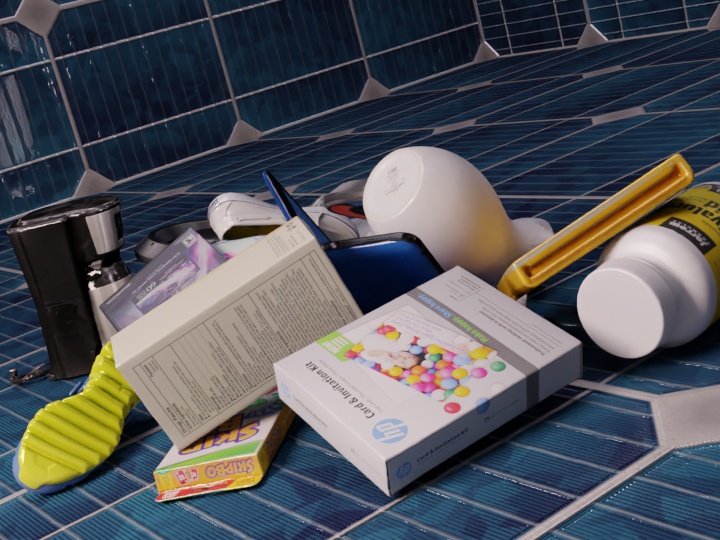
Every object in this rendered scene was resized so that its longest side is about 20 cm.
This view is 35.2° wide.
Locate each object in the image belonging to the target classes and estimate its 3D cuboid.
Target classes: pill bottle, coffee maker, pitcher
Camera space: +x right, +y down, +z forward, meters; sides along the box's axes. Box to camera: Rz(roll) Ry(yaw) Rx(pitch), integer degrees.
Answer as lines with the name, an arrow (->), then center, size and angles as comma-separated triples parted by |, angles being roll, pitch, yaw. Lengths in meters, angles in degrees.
pill bottle -> 0.278, 0.002, 1.003 | 0.111, 0.112, 0.200 | -1, 20, 44
coffee maker -> -0.363, 0.024, 1.400 | 0.192, 0.200, 0.135 | -20, 14, -22
pitcher -> 0.081, -0.035, 1.190 | 0.171, 0.200, 0.121 | -36, 46, 28

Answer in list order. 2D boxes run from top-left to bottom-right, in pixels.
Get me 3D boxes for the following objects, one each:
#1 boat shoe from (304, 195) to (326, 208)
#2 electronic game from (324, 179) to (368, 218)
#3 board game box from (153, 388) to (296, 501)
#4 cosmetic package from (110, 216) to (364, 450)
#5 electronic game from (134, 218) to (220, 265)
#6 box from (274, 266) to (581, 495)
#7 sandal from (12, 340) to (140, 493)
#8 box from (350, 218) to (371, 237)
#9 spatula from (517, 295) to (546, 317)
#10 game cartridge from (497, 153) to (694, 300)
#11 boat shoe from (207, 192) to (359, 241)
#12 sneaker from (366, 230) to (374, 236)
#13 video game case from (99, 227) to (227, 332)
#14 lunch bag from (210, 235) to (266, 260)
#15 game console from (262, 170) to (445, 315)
boat shoe -> -0.121, -0.050, 1.571 | 0.200, 0.062, 0.073 | -37, 7, 25
electronic game -> 0.058, -0.076, 1.329 | 0.199, 0.042, 0.200 | 2, -4, 0
board game box -> -0.114, 0.148, 1.023 | 0.095, 0.030, 0.200 | -12, 16, 13
cosmetic package -> -0.106, 0.053, 0.993 | 0.200, 0.104, 0.073 | -32, 25, -3
electronic game -> -0.192, -0.032, 1.474 | 0.199, 0.042, 0.200 | -3, 15, 1
box -> 0.054, 0.081, 0.926 | 0.200, 0.041, 0.156 | -27, 39, -25
sandal -> -0.268, 0.152, 1.100 | 0.087, 0.079, 0.200 | -50, 0, 34
box -> 0.007, -0.043, 1.603 | 0.200, 0.041, 0.156 | -12, 15, 17
spatula -> 0.169, 0.032, 1.183 | 0.056, 0.021, 0.200 | -13, 13, 16
game cartridge -> 0.212, -0.031, 1.060 | 0.176, 0.032, 0.200 | -34, -8, -1
boat shoe -> -0.084, -0.037, 1.383 | 0.202, 0.075, 0.086 | 14, 34, -30
sneaker -> 0.000, 0.000, 1.385 | 0.199, 0.075, 0.115 | -11, 12, -1
video game case -> -0.202, 0.035, 1.252 | 0.143, 0.019, 0.200 | -42, 35, -8
lunch bag -> -0.166, 0.045, 1.294 | 0.200, 0.077, 0.161 | -9, 43, 33
game console -> 0.012, -0.019, 1.137 | 0.170, 0.119, 0.200 | -8, -29, 23
